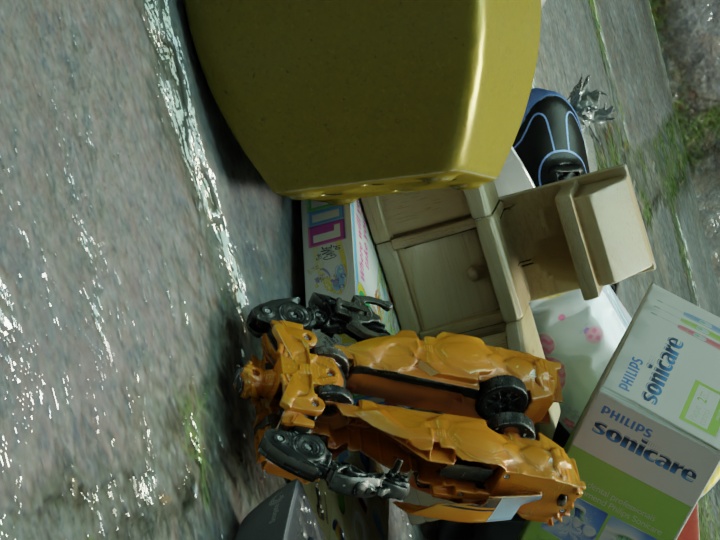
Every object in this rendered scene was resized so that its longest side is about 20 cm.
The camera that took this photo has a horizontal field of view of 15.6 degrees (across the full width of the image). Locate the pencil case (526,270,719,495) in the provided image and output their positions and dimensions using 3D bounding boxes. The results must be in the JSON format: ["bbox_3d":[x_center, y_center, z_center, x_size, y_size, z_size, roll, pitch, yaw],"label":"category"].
[{"bbox_3d":[0.164,0.072,1.754,0.200,0.091,0.083,52,48,-11],"label":"pencil case"}]

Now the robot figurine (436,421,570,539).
[{"bbox_3d":[0.113,0.155,1.828,0.125,0.150,0.200,35,34,-22],"label":"robot figurine"}]

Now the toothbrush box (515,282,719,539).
[{"bbox_3d":[0.158,0.132,1.598,0.200,0.086,0.146,-67,173,30],"label":"toothbrush box"}]

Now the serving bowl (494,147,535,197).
[{"bbox_3d":[0.043,-0.082,1.785,0.200,0.066,0.200,52,-8,11],"label":"serving bowl"}]

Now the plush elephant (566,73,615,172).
[{"bbox_3d":[0.107,-0.046,1.959,0.165,0.155,0.200,40,-26,5],"label":"plush elephant"}]

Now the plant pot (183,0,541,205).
[{"bbox_3d":[0.008,-0.145,1.568,0.194,0.195,0.201,3,80,-75],"label":"plant pot"}]

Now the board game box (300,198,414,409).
[{"bbox_3d":[0.000,0.000,1.685,0.135,0.034,0.200,62,18,-46],"label":"board game box"}]

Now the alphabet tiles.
[{"bbox_3d":[-0.013,0.125,1.599,0.200,0.006,0.167,-87,158,-47],"label":"alphabet tiles"}]

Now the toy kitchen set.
[{"bbox_3d":[0.091,0.017,1.608,0.180,0.163,0.201,-57,131,-73],"label":"toy kitchen set"}]

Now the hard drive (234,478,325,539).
[{"bbox_3d":[-0.037,0.217,1.351,0.200,0.042,0.135,-83,156,-55],"label":"hard drive"}]

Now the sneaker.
[{"bbox_3d":[0.147,-0.029,1.851,0.078,0.070,0.201,6,-76,63],"label":"sneaker"}]

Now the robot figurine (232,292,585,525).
[{"bbox_3d":[0.022,0.082,1.466,0.145,0.199,0.058,-97,-155,-45],"label":"robot figurine"}]

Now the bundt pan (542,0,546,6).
[{"bbox_3d":[0.037,-0.213,1.766,0.076,0.201,0.202,-67,161,-3],"label":"bundt pan"}]

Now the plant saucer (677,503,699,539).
[{"bbox_3d":[0.156,0.232,1.845,0.037,0.200,0.200,35,33,-20],"label":"plant saucer"}]
